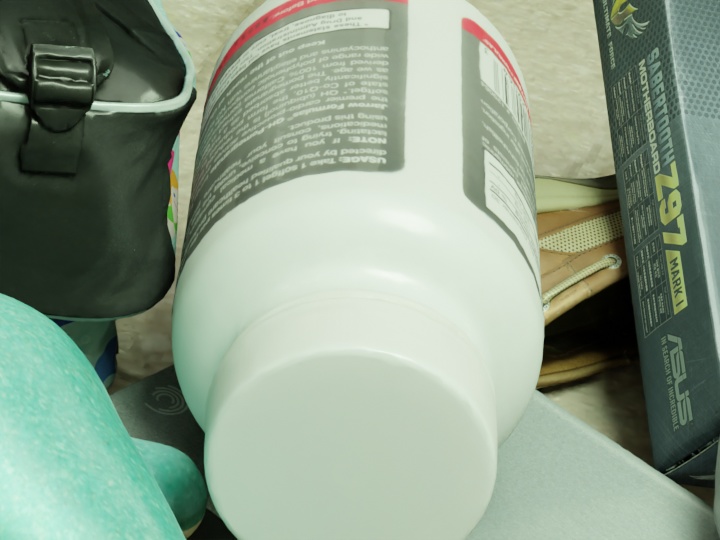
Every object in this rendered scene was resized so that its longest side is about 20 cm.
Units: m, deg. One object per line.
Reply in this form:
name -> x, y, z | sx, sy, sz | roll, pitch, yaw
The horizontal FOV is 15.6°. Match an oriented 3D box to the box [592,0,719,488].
box -> 0.166, -0.018, 0.915 | 0.157, 0.051, 0.201 | 10, 60, -26

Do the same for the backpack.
backpack -> -0.146, -0.052, 0.841 | 0.176, 0.151, 0.200 | 3, 32, -15

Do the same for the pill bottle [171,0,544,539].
pill bottle -> 0.000, 0.000, 0.798 | 0.110, 0.111, 0.201 | 12, 32, -6

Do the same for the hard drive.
hard drive -> 0.029, 0.082, 0.821 | 0.199, 0.033, 0.139 | 33, 36, 27

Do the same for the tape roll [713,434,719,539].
tape roll -> 0.208, 0.076, 0.804 | 0.199, 0.066, 0.201 | 15, 53, -20

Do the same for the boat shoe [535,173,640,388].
boat shoe -> 0.111, 0.003, 0.950 | 0.199, 0.076, 0.074 | -14, 46, -26

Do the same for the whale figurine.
whale figurine -> -0.090, 0.076, 0.712 | 0.199, 0.104, 0.159 | 32, 35, 24
